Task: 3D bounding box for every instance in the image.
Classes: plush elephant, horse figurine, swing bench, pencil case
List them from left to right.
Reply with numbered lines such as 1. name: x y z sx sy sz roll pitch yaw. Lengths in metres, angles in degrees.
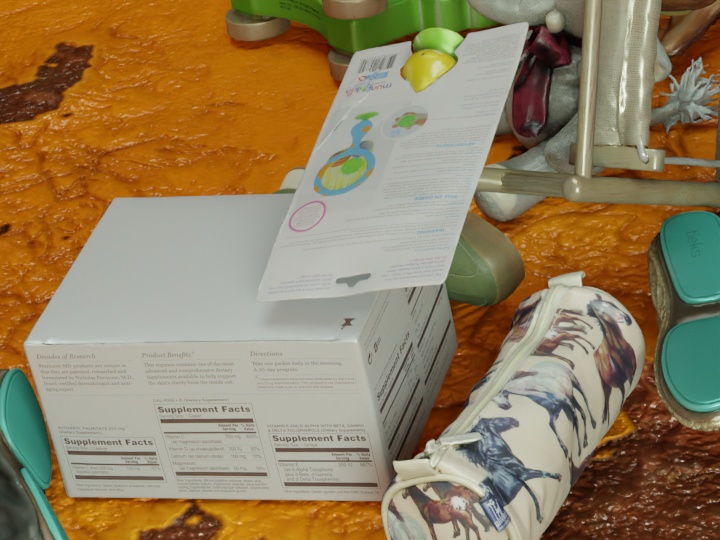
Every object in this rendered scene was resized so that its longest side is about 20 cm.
1. pencil case: 0.084 0.084 1.420 0.077 0.090 0.200 5 35 28
2. plush elephant: 0.131 -0.147 1.708 0.199 0.156 0.165 -15 31 -2
3. swing bench: 0.178 -0.137 1.553 0.199 0.200 0.130 2 4 -28
4. horse figurine: 0.266 -0.210 1.864 0.199 0.050 0.133 -19 28 -7

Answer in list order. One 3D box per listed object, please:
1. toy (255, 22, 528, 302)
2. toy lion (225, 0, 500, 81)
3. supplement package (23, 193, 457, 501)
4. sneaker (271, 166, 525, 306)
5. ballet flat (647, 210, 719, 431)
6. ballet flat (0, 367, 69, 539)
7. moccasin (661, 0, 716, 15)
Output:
1. toy: 0.026 -0.050 1.473 0.115 0.047 0.201 -7 47 29
2. toy lion: 0.023 -0.209 1.951 0.191 0.069 0.200 -25 32 -32
3. supplement package: -0.064 0.041 1.523 0.199 0.111 0.156 0 33 19
4. sneaker: 0.000 0.000 1.617 0.200 0.067 0.090 19 51 41
5. ballet flat: 0.195 0.043 1.467 0.070 0.066 0.200 -6 32 10
6. ballet flat: -0.204 0.123 1.490 0.068 0.068 0.200 -26 32 0
7. moccasin: 0.163 -0.215 1.844 0.201 0.078 0.074 12 80 44
